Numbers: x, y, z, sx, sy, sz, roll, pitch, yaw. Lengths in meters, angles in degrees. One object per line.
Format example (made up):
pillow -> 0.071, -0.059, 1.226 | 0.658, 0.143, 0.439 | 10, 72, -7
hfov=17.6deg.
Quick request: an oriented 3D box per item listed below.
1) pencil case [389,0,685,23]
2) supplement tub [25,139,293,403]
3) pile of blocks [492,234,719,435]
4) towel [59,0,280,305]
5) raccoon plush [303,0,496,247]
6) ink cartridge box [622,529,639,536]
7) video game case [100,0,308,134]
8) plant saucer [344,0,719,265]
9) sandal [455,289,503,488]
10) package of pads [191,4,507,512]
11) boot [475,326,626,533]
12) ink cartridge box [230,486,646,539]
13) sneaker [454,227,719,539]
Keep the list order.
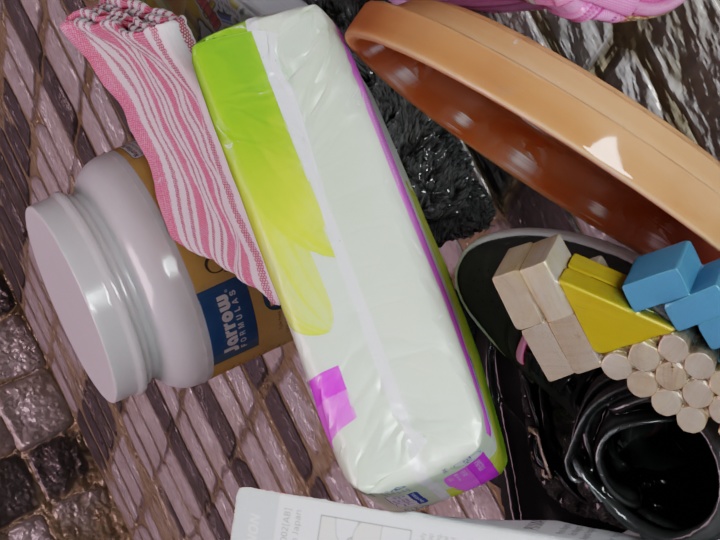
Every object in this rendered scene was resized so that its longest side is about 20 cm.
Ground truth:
pencil case -> 0.066, -0.139, 0.912 | 0.200, 0.082, 0.087 | 14, 126, 69
supplement tub -> -0.078, -0.020, 1.344 | 0.145, 0.199, 0.145 | 56, 162, 29
pile of blocks -> 0.148, 0.026, 0.845 | 0.199, 0.062, 0.082 | 28, 123, 4
towel -> -0.090, -0.061, 1.148 | 0.147, 0.030, 0.200 | 65, 168, -16
raccoon plush -> 0.017, -0.088, 1.149 | 0.134, 0.097, 0.200 | 52, 161, 18
ink cartridge box -> 0.144, 0.205, 1.045 | 0.084, 0.145, 0.201 | 50, 158, 41
video game case -> -0.072, -0.096, 1.177 | 0.200, 0.023, 0.183 | 40, 151, 38
plant saucer -> 0.085, -0.050, 0.914 | 0.200, 0.032, 0.200 | 32, 178, 1
sandal -> 0.042, 0.044, 1.172 | 0.200, 0.076, 0.043 | 40, 159, -26
package of pads -> 0.000, 0.000, 0.991 | 0.155, 0.068, 0.201 | 53, -164, -78
boot -> 0.122, 0.109, 1.097 | 0.212, 0.079, 0.158 | 69, 164, -9
ink cartridge box -> 0.042, 0.177, 0.923 | 0.057, 0.199, 0.164 | 10, -92, -74
sneaker -> 0.100, 0.042, 0.950 | 0.200, 0.099, 0.071 | 36, 113, 29
